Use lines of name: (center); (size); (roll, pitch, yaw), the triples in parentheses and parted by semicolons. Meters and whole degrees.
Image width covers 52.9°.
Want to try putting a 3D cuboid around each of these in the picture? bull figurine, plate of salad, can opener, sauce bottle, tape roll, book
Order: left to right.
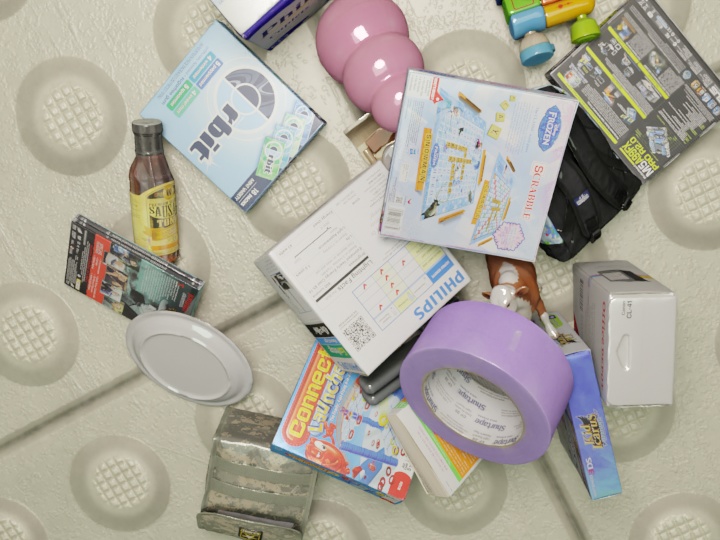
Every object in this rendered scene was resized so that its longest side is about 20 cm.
sauce bottle: (-0.291, -0.108, 1.009); (0.065, 0.066, 0.202); (3, 116, 3)
plate of salad: (-0.248, 0.126, 1.059); (0.198, 0.048, 0.201); (11, 133, 12)
can opener: (0.076, 0.112, 1.020); (0.199, 0.066, 0.053); (-37, 136, -22)
book: (0.138, 0.196, 1.012); (0.200, 0.048, 0.134); (-35, 100, -35)
tape roll: (0.153, 0.140, 0.893); (0.199, 0.085, 0.201); (22, 139, 21)
bull figurine: (0.208, 0.027, 0.961); (0.065, 0.201, 0.122); (-24, 116, 20)

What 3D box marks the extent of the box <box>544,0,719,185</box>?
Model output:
box: (0.372, -0.242, 0.965); (0.160, 0.044, 0.200); (-42, 96, 11)

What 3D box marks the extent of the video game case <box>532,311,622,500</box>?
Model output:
video game case: (0.292, 0.176, 0.989); (0.045, 0.181, 0.202); (-15, 101, 6)

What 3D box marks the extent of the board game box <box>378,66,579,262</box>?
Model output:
board game box: (0.134, -0.124, 0.863); (0.198, 0.041, 0.202); (10, 112, -2)

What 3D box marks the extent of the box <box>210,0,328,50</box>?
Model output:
box: (-0.093, -0.373, 0.887); (0.183, 0.200, 0.105); (-38, 98, 10)

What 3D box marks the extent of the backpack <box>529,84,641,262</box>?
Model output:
backpack: (0.244, -0.142, 0.944); (0.163, 0.154, 0.200); (-45, 120, -7)

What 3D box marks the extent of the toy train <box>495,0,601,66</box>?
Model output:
toy train: (0.280, -0.344, 0.918); (0.198, 0.085, 0.117); (-16, 88, 7)

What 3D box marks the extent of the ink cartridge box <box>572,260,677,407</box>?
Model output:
ink cartridge box: (0.341, 0.077, 0.955); (0.085, 0.200, 0.149); (-3, 102, 4)

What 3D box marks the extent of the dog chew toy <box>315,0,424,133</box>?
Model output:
dog chew toy: (0.024, -0.258, 0.918); (0.124, 0.124, 0.201); (-32, 67, 10)

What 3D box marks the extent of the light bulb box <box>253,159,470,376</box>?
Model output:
light bulb box: (0.000, 0.000, 0.966); (0.198, 0.125, 0.200); (-40, 98, -16)

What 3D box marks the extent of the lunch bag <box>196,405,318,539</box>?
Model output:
lunch bag: (-0.151, 0.327, 1.084); (0.162, 0.118, 0.202); (12, 107, -2)

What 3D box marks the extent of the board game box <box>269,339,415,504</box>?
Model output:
board game box: (0.000, 0.195, 1.024); (0.194, 0.056, 0.201); (23, 67, -2)

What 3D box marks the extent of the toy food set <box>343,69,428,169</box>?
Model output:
toy food set: (0.090, -0.150, 0.994); (0.143, 0.060, 0.201); (-34, 98, 10)

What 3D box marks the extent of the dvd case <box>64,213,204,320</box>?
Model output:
dvd case: (-0.330, 0.018, 1.042); (0.199, 0.022, 0.146); (29, 134, -1)

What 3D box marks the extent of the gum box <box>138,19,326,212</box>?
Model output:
gum box: (-0.176, -0.212, 1.007); (0.200, 0.045, 0.170); (43, 101, -6)
